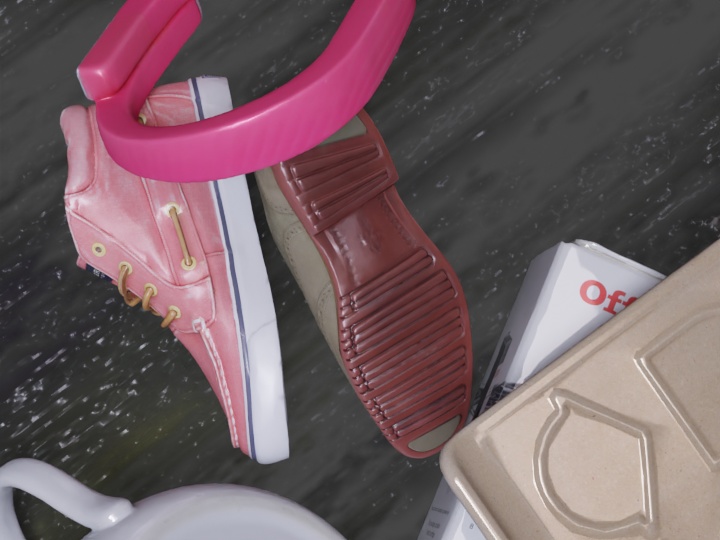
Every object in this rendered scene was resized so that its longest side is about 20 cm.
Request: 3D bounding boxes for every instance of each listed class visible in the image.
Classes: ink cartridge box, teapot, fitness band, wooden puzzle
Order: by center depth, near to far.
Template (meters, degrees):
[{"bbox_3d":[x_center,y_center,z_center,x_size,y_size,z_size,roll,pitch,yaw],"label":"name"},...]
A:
[{"bbox_3d":[-0.085,0.199,0.726,0.197,0.146,0.200,18,59,-29],"label":"teapot"},{"bbox_3d":[0.159,0.104,0.726,0.200,0.046,0.185,-35,90,-14],"label":"wooden puzzle"},{"bbox_3d":[-0.051,-0.111,0.756,0.143,0.037,0.200,1,40,20],"label":"fitness band"},{"bbox_3d":[0.122,0.104,0.784,0.144,0.084,0.200,24,83,-4],"label":"ink cartridge box"}]

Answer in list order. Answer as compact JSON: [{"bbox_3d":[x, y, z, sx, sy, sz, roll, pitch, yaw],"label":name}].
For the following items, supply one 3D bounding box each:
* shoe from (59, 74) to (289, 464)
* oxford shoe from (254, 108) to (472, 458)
[{"bbox_3d":[-0.094,0.004,0.781,0.091,0.071,0.201,-11,80,-6],"label":"shoe"},{"bbox_3d":[0.000,0.000,0.794,0.070,0.075,0.200,-25,107,-21],"label":"oxford shoe"}]
